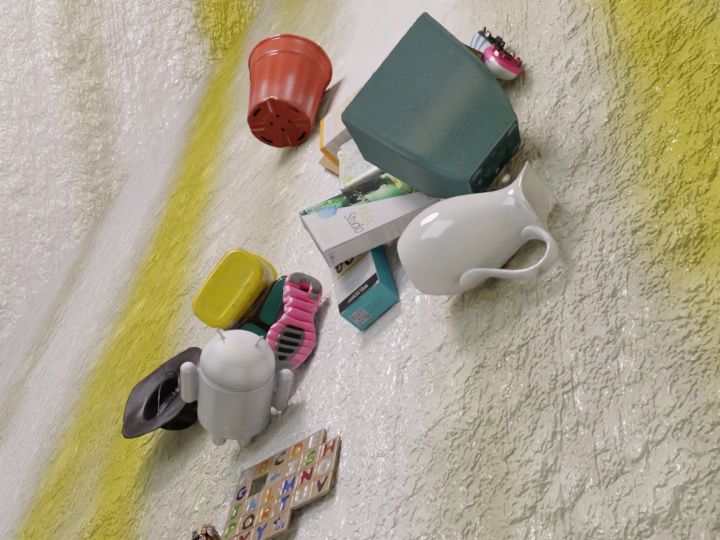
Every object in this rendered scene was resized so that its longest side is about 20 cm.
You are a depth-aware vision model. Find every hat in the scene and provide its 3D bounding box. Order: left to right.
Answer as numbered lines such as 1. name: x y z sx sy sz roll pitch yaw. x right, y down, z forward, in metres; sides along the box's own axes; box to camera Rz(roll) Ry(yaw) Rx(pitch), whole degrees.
1. hat: -0.327 0.233 1.804 0.200 0.081 0.201 -30 33 22

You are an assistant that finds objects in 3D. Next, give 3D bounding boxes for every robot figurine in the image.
1. robot figurine: -0.187 0.173 1.540 0.113 0.168 0.201 -100 14 -56

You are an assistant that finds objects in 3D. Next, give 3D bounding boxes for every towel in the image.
1. towel: 0.049 -0.207 1.787 0.199 0.048 0.172 -29 30 15

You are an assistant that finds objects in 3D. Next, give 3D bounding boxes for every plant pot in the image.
1. plant pot: -0.171 -0.396 2.325 0.200 0.200 0.196 -31 39 37
2. plant pot: 0.122 -0.211 1.493 0.196 0.200 0.196 -51 -18 -3

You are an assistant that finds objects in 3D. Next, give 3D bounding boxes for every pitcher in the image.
1. pitcher: 0.154 -0.030 1.318 0.199 0.121 0.172 -27 39 19

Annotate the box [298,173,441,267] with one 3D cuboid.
1. box: 0.015 -0.089 1.602 0.199 0.036 0.144 -24 34 -8

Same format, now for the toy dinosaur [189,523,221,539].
1. toy dinosaur: -0.246 0.430 1.373 0.135 0.103 0.200 -20 12 20

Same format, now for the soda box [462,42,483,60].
1. soda box: 0.140 -0.265 1.649 0.068 0.064 0.201 -9 67 59

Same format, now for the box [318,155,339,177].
1. box: -0.001 -0.252 2.005 0.164 0.021 0.200 -50 25 0

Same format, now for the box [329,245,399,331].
1. box: 0.000 0.000 1.587 0.082 0.049 0.200 -41 30 17

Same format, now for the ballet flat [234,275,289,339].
1. ballet flat: -0.171 0.097 1.760 0.200 0.071 0.071 -56 25 -11

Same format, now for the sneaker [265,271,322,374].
1. sneaker: -0.115 0.101 1.659 0.096 0.079 0.201 123 168 -47

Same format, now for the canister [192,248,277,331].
1. canister: -0.216 0.036 1.781 0.149 0.086 0.200 -54 -3 -3

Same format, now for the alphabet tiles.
1. alphabet tiles: -0.109 0.299 1.389 0.200 0.008 0.168 -32 25 27

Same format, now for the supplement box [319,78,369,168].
1. supplement box: 0.018 -0.292 1.912 0.200 0.073 0.126 -38 26 23

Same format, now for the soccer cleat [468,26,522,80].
1. soccer cleat: 0.217 -0.342 1.719 0.087 0.070 0.200 -56 17 21
